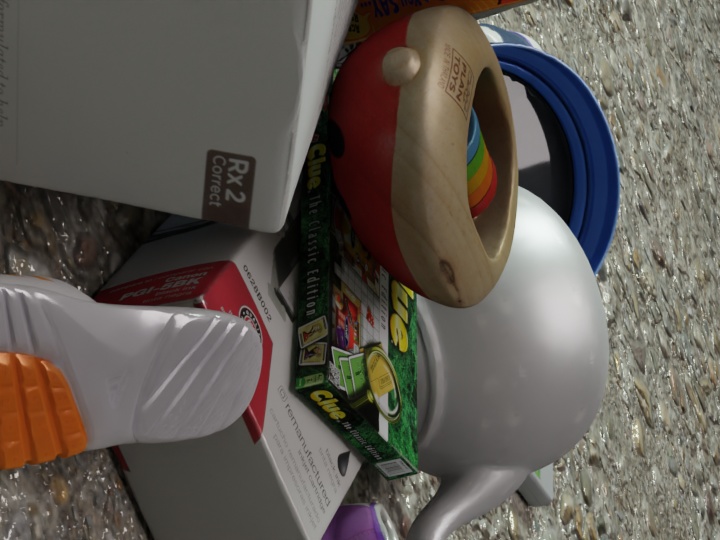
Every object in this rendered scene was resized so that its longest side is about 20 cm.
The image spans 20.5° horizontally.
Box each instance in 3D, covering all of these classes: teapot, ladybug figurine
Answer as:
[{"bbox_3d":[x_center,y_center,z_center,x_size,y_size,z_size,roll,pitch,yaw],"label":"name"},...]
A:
[{"bbox_3d":[0.041,0.039,1.190,0.146,0.200,0.198,-11,125,-31],"label":"teapot"},{"bbox_3d":[0.031,-0.058,1.006,0.200,0.072,0.136,65,32,-59],"label":"ladybug figurine"}]

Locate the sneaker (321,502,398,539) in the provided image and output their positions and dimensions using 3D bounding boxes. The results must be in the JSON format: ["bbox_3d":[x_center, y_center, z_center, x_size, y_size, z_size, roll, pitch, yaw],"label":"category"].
[{"bbox_3d":[-0.034,0.177,0.967,0.201,0.114,0.073,-68,140,-54],"label":"sneaker"}]

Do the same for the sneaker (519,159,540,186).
[{"bbox_3d":[0.073,-0.082,1.400,0.200,0.079,0.074,28,49,-40],"label":"sneaker"}]

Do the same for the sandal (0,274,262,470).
[{"bbox_3d":[-0.134,0.042,0.862,0.206,0.059,0.079,7,99,-46],"label":"sandal"}]

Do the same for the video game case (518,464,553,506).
[{"bbox_3d":[0.099,0.049,1.480,0.200,0.022,0.182,53,31,-44],"label":"video game case"}]

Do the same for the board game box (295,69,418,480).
[{"bbox_3d":[0.000,0.000,1.055,0.105,0.023,0.200,51,32,-49],"label":"board game box"}]

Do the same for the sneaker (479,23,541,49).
[{"bbox_3d":[0.101,-0.088,1.509,0.146,0.080,0.201,-12,91,-60],"label":"sneaker"}]

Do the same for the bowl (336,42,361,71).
[{"bbox_3d":[-0.047,-0.188,1.141,0.200,0.094,0.201,1,88,-34],"label":"bowl"}]

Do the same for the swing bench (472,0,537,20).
[{"bbox_3d":[0.064,-0.261,1.353,0.130,0.198,0.201,-6,83,-68],"label":"swing bench"}]

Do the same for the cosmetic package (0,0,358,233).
[{"bbox_3d":[-0.087,-0.152,0.899,0.200,0.165,0.165,-74,174,-51],"label":"cosmetic package"}]

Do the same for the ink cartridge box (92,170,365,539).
[{"bbox_3d":[-0.055,0.044,1.033,0.147,0.083,0.200,67,24,-17],"label":"ink cartridge box"}]

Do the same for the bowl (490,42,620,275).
[{"bbox_3d":[0.085,-0.054,1.343,0.200,0.039,0.201,-4,97,-31],"label":"bowl"}]

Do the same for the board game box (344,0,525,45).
[{"bbox_3d":[0.065,-0.261,1.043,0.200,0.200,0.200,-35,106,-29],"label":"board game box"}]
